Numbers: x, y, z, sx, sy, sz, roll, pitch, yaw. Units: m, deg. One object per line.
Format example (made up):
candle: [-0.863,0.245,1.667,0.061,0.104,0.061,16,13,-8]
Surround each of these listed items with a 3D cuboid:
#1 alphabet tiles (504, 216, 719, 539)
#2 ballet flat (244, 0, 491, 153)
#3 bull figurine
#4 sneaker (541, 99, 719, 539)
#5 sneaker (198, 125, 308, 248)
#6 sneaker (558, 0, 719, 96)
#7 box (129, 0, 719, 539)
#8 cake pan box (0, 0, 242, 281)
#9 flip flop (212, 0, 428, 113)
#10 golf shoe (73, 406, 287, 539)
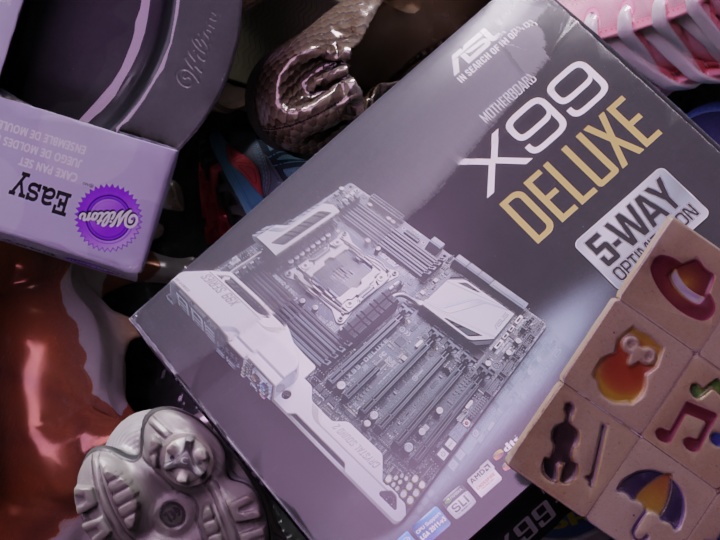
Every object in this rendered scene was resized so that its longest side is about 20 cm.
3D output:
alphabet tiles: [0.155,0.079,0.747,0.200,0.008,0.168,35,89,-8]
ballet flat: [0.030,-0.115,0.933,0.200,0.068,0.046,-41,22,-31]
bull figurine: [-0.117,0.054,0.931,0.121,0.065,0.201,-14,72,7]
sneaker: [0.107,0.013,0.851,0.074,0.082,0.201,18,71,32]
sneaker: [0.000,0.000,0.926,0.095,0.080,0.200,-20,43,-21]
sneaker: [0.113,-0.089,0.879,0.105,0.075,0.200,-47,27,-6]
box: [0.040,0.011,0.797,0.200,0.050,0.158,-41,61,-3]
cake pan box: [-0.146,-0.109,0.864,0.199,0.052,0.185,18,89,-6]
flip flop: [-0.058,-0.095,0.929,0.081,0.199,0.058,-69,21,13]
golf shoe: [-0.037,0.142,0.842,0.078,0.097,0.201,-22,92,4]
